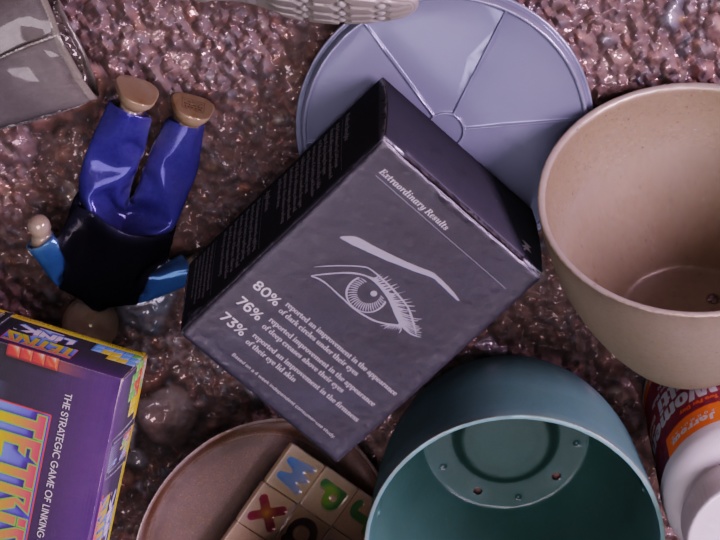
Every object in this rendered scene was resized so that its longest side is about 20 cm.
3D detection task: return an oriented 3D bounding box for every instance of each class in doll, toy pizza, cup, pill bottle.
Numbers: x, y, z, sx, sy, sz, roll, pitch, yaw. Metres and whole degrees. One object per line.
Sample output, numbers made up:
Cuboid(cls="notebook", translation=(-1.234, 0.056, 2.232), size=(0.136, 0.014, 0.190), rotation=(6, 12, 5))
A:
Cuboid(cls="doll", translation=(-0.158, -0.029, 1.735), size=(0.136, 0.048, 0.200), rotation=(15, 115, -16))
Cuboid(cls="toy pizza", translation=(0.056, -0.100, 1.708), size=(0.200, 0.032, 0.200), rotation=(0, 116, 0))
Cuboid(cls="cup", translation=(0.218, -0.003, 1.679), size=(0.200, 0.201, 0.143), rotation=(-3, 139, 2))
Cuboid(cls="pill bottle", translation=(0.253, 0.130, 1.717), size=(0.109, 0.200, 0.110), rotation=(0, 116, 0))

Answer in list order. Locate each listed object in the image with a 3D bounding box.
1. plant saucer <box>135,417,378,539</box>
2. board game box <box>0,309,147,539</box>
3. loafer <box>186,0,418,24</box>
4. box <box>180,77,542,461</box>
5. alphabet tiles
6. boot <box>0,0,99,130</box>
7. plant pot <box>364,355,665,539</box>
Cuboid(cls="plant saucer", translation=(-0.074, 0.197, 1.812), size=(0.200, 0.032, 0.201), rotation=(-8, 107, -25))
Cuboid(cls="board game box", translation=(-0.246, 0.131, 1.718), size=(0.165, 0.057, 0.200), rotation=(16, 110, 10))
Cuboid(cls="loafer", translation=(-0.058, -0.204, 1.637), size=(0.200, 0.070, 0.070), rotation=(10, 77, 0))
Cuboid(cls="box", translation=(0.000, 0.000, 1.681), size=(0.148, 0.104, 0.200), rotation=(41, 109, -19))
Cuboid(cls="alphabet tiles", translation=(-0.048, 0.245, 1.818), size=(0.167, 0.008, 0.200), rotation=(37, 87, -30))
Cuboid(cls="boot", translation=(-0.296, -0.149, 1.670), size=(0.200, 0.073, 0.182), rotation=(-19, 127, 17))
Cuboid(cls="plant pot", translation=(0.104, 0.150, 1.752), size=(0.200, 0.161, 0.201), rotation=(1, 115, 1))
